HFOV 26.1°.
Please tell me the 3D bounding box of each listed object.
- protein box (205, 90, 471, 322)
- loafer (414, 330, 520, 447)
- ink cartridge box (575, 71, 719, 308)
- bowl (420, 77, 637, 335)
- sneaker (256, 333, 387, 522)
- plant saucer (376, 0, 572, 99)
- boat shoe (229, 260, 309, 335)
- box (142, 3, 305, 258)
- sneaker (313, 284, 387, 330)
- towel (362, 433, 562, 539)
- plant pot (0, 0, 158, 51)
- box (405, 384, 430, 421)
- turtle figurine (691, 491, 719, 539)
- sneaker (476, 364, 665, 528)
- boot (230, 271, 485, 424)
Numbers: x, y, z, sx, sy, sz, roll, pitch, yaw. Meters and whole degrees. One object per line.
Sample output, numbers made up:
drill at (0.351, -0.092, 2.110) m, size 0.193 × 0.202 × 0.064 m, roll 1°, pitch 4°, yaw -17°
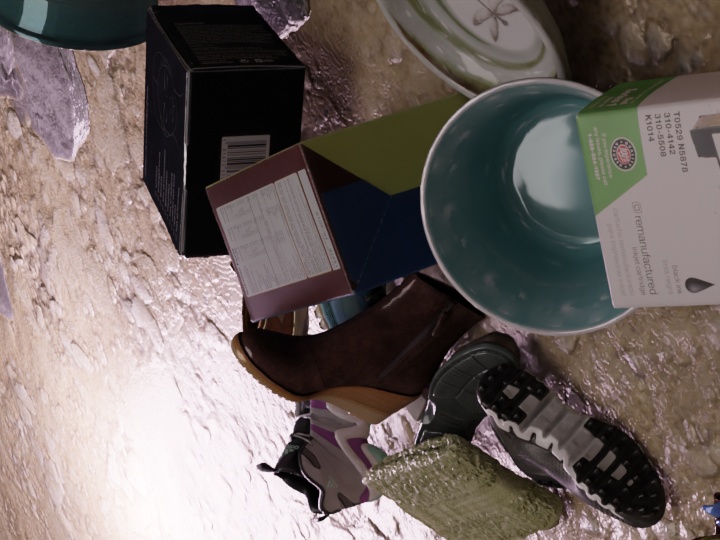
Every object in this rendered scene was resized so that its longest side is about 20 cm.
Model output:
protein box at (0.004, -0.056, 1.392) m, size 0.200 × 0.198 × 0.135 m, roll -16°, pitch 93°, yaw 60°
loafer at (0.101, 0.111, 1.480) m, size 0.072 × 0.063 × 0.200 m, roll 24°, pitch 138°, yaw -2°
ink cartridge box at (0.261, -0.057, 1.031) m, size 0.200 × 0.084 × 0.146 m, roll -4°, pitch 108°, yaw 36°
bowl at (0.157, -0.061, 1.198) m, size 0.200 × 0.105 × 0.201 m, roll 9°, pitch 113°, yaw 21°
sneaker at (-0.060, 0.177, 1.696) m, size 0.200 × 0.140 × 0.078 m, roll 63°, pitch 150°, yaw 8°
plant saucer at (0.097, -0.207, 1.253) m, size 0.200 × 0.050 × 0.200 m, roll 35°, pitch 162°, yaw 13°
boat shoe at (-0.102, -0.010, 1.695) m, size 0.076 × 0.072 × 0.201 m, roll -5°, pitch 91°, yaw 58°
box at (-0.144, -0.145, 1.577) m, size 0.197 × 0.124 × 0.200 m, roll -127°, pitch 37°, yaw -56°
sneaker at (0.000, 0.000, 1.538) m, size 0.090 × 0.078 × 0.200 m, roll -22°, pitch 78°, yaw 27°
towel at (0.096, 0.216, 1.515) m, size 0.148 × 0.037 × 0.200 m, roll 34°, pitch 153°, yaw -12°
plant pot at (-0.308, -0.374, 1.714) m, size 0.200 × 0.200 × 0.196 m, roll 41°, pitch 133°, yaw 38°
box at (0.021, 0.064, 1.599) m, size 0.200 × 0.039 × 0.041 m, roll 52°, pitch 147°, yaw 26°
turtle figurine at (0.276, 0.293, 1.236) m, size 0.200 × 0.144 × 0.194 m, roll 65°, pitch 153°, yaw 13°
sneaker at (0.188, 0.165, 1.377) m, size 0.200 × 0.066 × 0.091 m, roll 36°, pitch 157°, yaw 27°
boot at (-0.002, 0.055, 1.447) m, size 0.166 × 0.200 × 0.072 m, roll -49°, pitch 36°, yaw 24°
